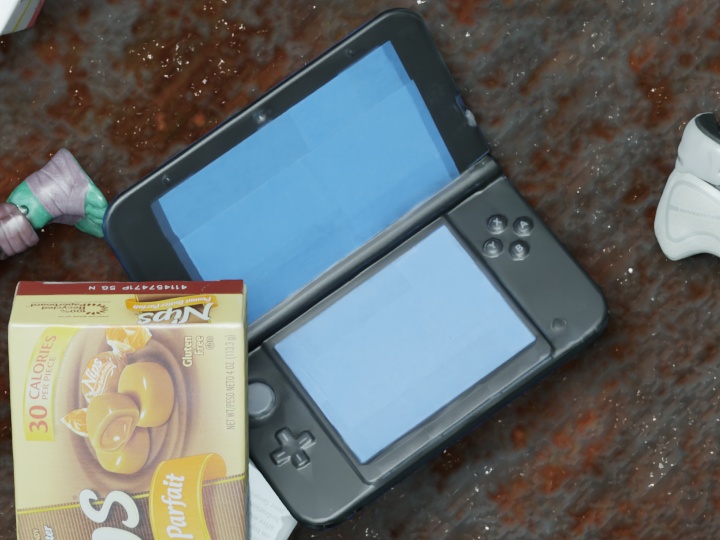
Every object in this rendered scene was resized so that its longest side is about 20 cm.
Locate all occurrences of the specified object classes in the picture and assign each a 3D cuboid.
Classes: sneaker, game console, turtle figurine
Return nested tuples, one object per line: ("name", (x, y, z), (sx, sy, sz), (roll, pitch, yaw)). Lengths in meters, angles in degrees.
("sneaker", (0.249, -0.009, 1.488), (0.199, 0.075, 0.081), (25, 110, -1))
("game console", (0.000, 0.000, 1.436), (0.200, 0.118, 0.171), (-35, 63, -7))
("turtle figurine", (-0.222, 0.015, 1.445), (0.200, 0.150, 0.101), (-37, 111, -10))

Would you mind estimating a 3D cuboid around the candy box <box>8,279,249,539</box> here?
("candy box", (-0.113, 0.105, 1.404), (0.115, 0.055, 0.201), (1, 115, 0))

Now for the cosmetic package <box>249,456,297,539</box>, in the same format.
("cosmetic package", (-0.117, 0.172, 1.502), (0.101, 0.071, 0.201), (32, 95, -4))

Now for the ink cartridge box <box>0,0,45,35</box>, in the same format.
("ink cartridge box", (-0.176, -0.181, 1.395), (0.067, 0.200, 0.117), (27, 96, -3))
